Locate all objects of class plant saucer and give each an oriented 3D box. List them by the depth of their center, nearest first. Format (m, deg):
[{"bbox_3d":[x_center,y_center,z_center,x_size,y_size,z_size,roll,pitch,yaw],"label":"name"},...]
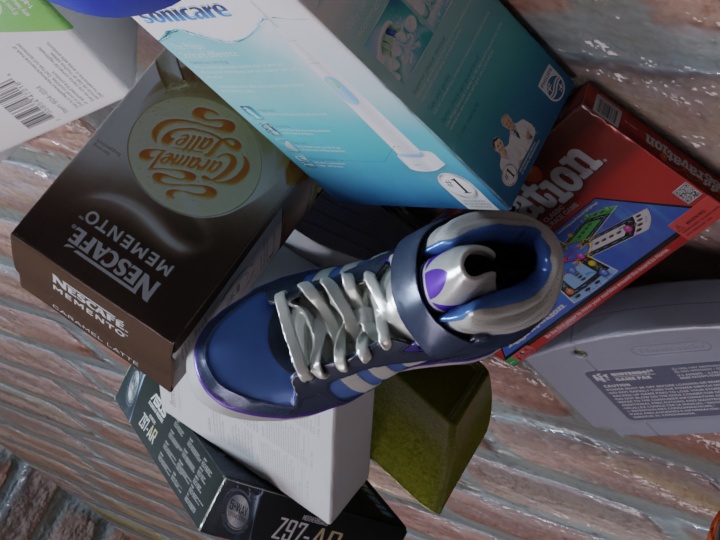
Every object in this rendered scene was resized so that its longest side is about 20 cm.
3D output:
[{"bbox_3d":[0.016,0.062,1.252,0.200,0.048,0.200,43,-161,2],"label":"plant saucer"}]

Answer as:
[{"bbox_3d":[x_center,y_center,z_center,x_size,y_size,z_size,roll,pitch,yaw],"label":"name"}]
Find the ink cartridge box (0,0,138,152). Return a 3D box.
[{"bbox_3d":[-0.257,-0.142,1.062,0.199,0.085,0.146,-20,140,21],"label":"ink cartridge box"}]

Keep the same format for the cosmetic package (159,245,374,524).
[{"bbox_3d":[-0.063,0.058,1.112,0.150,0.052,0.201,30,147,19],"label":"cosmetic package"}]

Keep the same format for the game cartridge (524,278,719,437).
[{"bbox_3d":[0.206,0.054,1.039,0.199,0.041,0.133,-7,149,35],"label":"game cartridge"}]

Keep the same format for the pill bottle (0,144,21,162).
[{"bbox_3d":[-0.311,-0.161,1.200,0.111,0.113,0.200,20,160,27],"label":"pill bottle"}]

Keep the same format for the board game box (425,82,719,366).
[{"bbox_3d":[0.105,-0.019,0.975,0.103,0.020,0.200,34,139,-13],"label":"board game box"}]

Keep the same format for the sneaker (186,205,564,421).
[{"bbox_3d":[0.011,0.016,0.912,0.198,0.081,0.147,-11,164,-15],"label":"sneaker"}]

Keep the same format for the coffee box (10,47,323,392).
[{"bbox_3d":[-0.095,-0.049,0.999,0.114,0.201,0.080,33,157,6],"label":"coffee box"}]

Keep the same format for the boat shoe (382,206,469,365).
[{"bbox_3d":[0.036,0.001,1.176,0.200,0.074,0.068,50,169,-29],"label":"boat shoe"}]

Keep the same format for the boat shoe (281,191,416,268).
[{"bbox_3d":[0.000,0.000,1.086,0.199,0.074,0.067,30,132,0],"label":"boat shoe"}]

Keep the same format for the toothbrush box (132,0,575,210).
[{"bbox_3d":[-0.012,-0.121,0.888,0.200,0.086,0.146,39,159,-32],"label":"toothbrush box"}]

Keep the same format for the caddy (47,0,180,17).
[{"bbox_3d":[-0.139,-0.203,0.770,0.199,0.142,0.105,22,166,20],"label":"caddy"}]

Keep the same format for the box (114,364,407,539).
[{"bbox_3d":[-0.076,0.141,1.269,0.159,0.044,0.200,21,-167,-32],"label":"box"}]

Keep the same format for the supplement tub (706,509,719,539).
[{"bbox_3d":[0.321,0.190,1.176,0.122,0.123,0.200,31,162,-7],"label":"supplement tub"}]
